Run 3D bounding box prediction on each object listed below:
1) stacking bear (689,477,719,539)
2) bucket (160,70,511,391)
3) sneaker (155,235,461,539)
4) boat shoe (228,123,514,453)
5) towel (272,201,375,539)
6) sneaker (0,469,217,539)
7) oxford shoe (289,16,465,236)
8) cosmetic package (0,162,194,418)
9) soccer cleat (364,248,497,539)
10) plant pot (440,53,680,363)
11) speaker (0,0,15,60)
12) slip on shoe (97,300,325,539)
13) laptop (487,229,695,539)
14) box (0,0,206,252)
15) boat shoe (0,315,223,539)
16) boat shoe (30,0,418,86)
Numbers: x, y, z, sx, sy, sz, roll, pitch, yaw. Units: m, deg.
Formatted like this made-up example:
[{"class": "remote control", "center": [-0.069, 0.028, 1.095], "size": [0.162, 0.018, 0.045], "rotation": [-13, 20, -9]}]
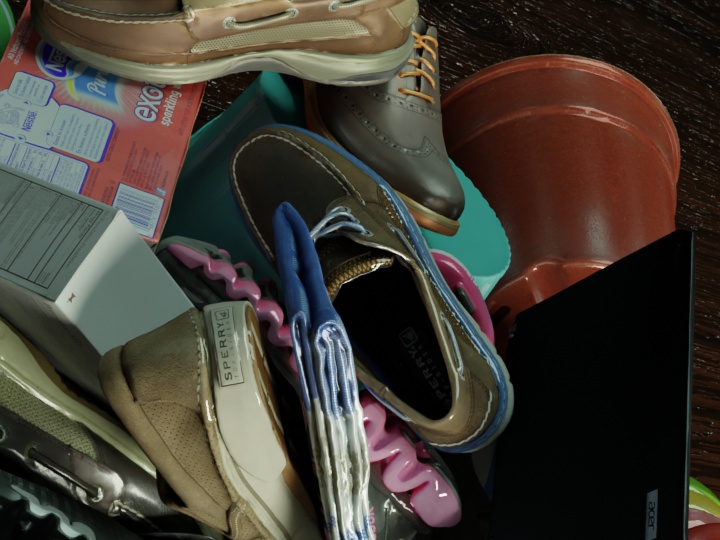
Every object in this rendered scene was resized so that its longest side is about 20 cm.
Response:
[{"class": "stacking bear", "center": [0.162, 0.159, 0.983], "size": [0.121, 0.114, 0.200], "rotation": [51, -3, -10]}, {"class": "bucket", "center": [-0.024, -0.012, 1.054], "size": [0.207, 0.135, 0.207], "rotation": [34, 23, -16]}, {"class": "sneaker", "center": [-0.044, 0.072, 0.909], "size": [0.200, 0.095, 0.079], "rotation": [47, 7, -1]}, {"class": "boat shoe", "center": [0.000, 0.000, 0.899], "size": [0.200, 0.072, 0.072], "rotation": [48, 7, 18]}, {"class": "towel", "center": [-0.008, 0.084, 0.797], "size": [0.147, 0.024, 0.200], "rotation": [-109, -171, -70]}, {"class": "sneaker", "center": [-0.092, 0.137, 0.764], "size": [0.200, 0.066, 0.091], "rotation": [36, 16, -15]}, {"class": "oxford shoe", "center": [0.012, -0.099, 0.997], "size": [0.071, 0.073, 0.200], "rotation": [19, 31, -43]}, {"class": "cosmetic package", "center": [-0.101, 0.034, 0.799], "size": [0.083, 0.051, 0.200], "rotation": [23, -21, 32]}, {"class": "soccer cleat", "center": [0.044, 0.080, 0.988], "size": [0.086, 0.070, 0.200], "rotation": [-69, 151, -73]}, {"class": "plant pot", "center": [0.133, -0.009, 1.256], "size": [0.201, 0.201, 0.195], "rotation": [30, 32, -25]}, {"class": "speaker", "center": [-0.238, -0.097, 0.931], "size": [0.088, 0.088, 0.200], "rotation": [38, 22, -8]}, {"class": "slip on shoe", "center": [-0.055, 0.079, 0.768], "size": [0.200, 0.061, 0.076], "rotation": [72, 5, -63]}, {"class": "laptop", "center": [0.118, 0.109, 0.904], "size": [0.200, 0.103, 0.177], "rotation": [71, 23, -49]}, {"class": "box", "center": [-0.143, -0.055, 0.922], "size": [0.103, 0.095, 0.200], "rotation": [19, 37, -10]}, {"class": "boat shoe", "center": [-0.141, 0.080, 0.789], "size": [0.200, 0.073, 0.065], "rotation": [44, 61, -29]}, {"class": "boat shoe", "center": [-0.064, -0.140, 0.924], "size": [0.200, 0.072, 0.076], "rotation": [-3, 44, -23]}]
